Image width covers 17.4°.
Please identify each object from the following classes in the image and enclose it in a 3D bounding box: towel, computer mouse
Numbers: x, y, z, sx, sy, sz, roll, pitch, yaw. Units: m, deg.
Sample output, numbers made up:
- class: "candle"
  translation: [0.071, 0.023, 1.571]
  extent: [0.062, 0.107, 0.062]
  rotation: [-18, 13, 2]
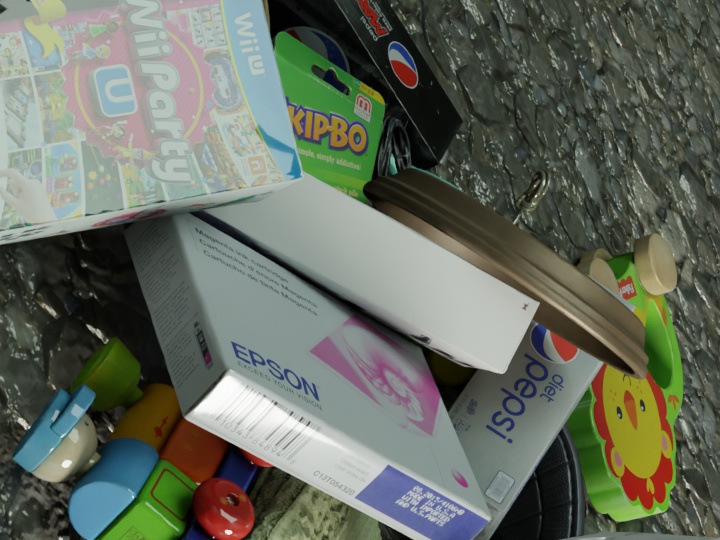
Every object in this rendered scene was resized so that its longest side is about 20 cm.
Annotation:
- class: "towel"
  translation: [-0.028, 0.173, 1.268]
  extent: [0.200, 0.036, 0.149]
  rotation: [-59, 141, -58]
- class: "computer mouse"
  translation: [0.000, 0.000, 1.445]
  extent: [0.059, 0.034, 0.201]
  rotation: [37, 57, -51]

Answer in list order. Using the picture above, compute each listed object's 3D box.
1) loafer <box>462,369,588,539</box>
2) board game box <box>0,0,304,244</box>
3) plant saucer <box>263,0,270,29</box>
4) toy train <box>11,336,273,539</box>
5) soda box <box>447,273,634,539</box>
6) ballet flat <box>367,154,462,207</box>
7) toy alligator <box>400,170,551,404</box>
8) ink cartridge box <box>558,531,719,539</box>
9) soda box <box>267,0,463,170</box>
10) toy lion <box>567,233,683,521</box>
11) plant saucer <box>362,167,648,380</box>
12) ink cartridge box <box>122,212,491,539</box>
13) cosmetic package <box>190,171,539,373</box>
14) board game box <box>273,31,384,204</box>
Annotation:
- class: "loafer"
  translation: [0.115, 0.115, 1.562]
  extent: [0.063, 0.072, 0.201]
  rotation: [24, 46, -56]
- class: "board game box"
  translation: [-0.144, -0.094, 1.179]
  extent: [0.200, 0.064, 0.148]
  rotation: [-11, 85, -27]
- class: "plant saucer"
  translation: [-0.130, -0.188, 1.412]
  extent: [0.200, 0.035, 0.201]
  rotation: [39, 38, -39]
- class: "toy train"
  translation: [-0.102, 0.078, 1.232]
  extent: [0.116, 0.085, 0.200]
  rotation: [42, 30, -9]
- class: "soda box"
  translation: [0.097, 0.086, 1.475]
  extent: [0.063, 0.068, 0.200]
  rotation: [32, 50, 7]
- class: "ballet flat"
  translation: [0.008, -0.043, 1.511]
  extent: [0.200, 0.067, 0.071]
  rotation: [37, 49, -34]
- class: "toy alligator"
  translation: [0.060, 0.014, 1.508]
  extent: [0.054, 0.059, 0.200]
  rotation: [26, 77, -8]
- class: "ink cartridge box"
  translation: [0.165, 0.268, 1.456]
  extent: [0.146, 0.086, 0.201]
  rotation: [1, 88, -58]
- class: "soda box"
  translation: [-0.015, -0.153, 1.548]
  extent: [0.200, 0.063, 0.071]
  rotation: [56, 31, -15]
- class: "toy lion"
  translation: [0.191, 0.083, 1.727]
  extent: [0.200, 0.069, 0.192]
  rotation: [-20, 94, -61]
- class: "plant saucer"
  translation: [0.090, -0.002, 1.382]
  extent: [0.200, 0.030, 0.200]
  rotation: [35, -3, 2]
- class: "ink cartridge box"
  translation: [-0.033, 0.041, 1.259]
  extent: [0.196, 0.043, 0.200]
  rotation: [31, 24, -36]
- class: "cosmetic package"
  translation: [-0.005, -0.009, 1.317]
  extent: [0.200, 0.083, 0.051]
  rotation: [29, 83, -10]
- class: "board game box"
  translation: [-0.040, -0.036, 1.396]
  extent: [0.095, 0.030, 0.201]
  rotation: [31, 62, -35]
